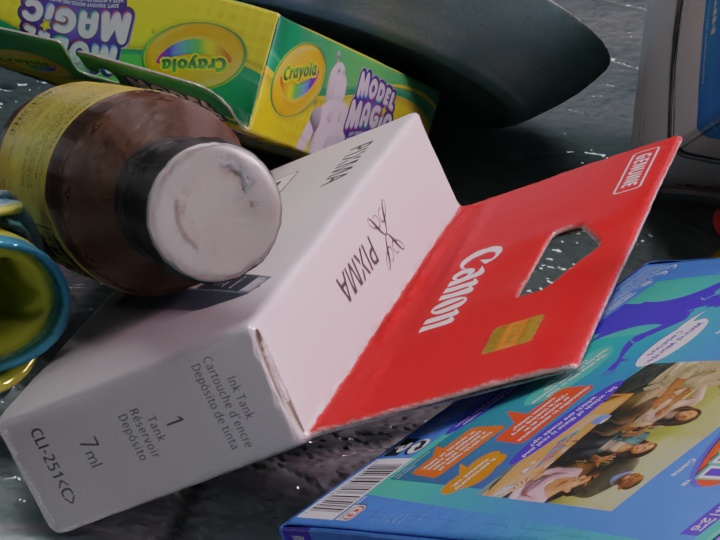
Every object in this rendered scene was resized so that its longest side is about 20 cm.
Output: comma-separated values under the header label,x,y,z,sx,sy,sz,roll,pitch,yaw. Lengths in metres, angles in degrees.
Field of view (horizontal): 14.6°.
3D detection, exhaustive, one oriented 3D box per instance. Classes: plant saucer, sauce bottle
label,x,y,z,sx,sy,sz,roll,pitch,yaw
plant saucer,0.002,-0.099,1.138,0.199,0.036,0.200,18,-8,2
sauce bottle,-0.071,-0.026,0.879,0.064,0.065,0.200,0,5,-15

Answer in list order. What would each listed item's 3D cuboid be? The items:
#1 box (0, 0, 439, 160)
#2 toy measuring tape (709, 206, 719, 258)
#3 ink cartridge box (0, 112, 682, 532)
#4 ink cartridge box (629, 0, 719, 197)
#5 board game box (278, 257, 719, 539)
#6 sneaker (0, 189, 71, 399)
label,x,y,z,sx,sy,sz,roll,pitch,yaw
box,-0.059,-0.075,1.049,0.117,0.049,0.200,16,2,21
toy measuring tape,0.156,-0.001,0.965,0.073,0.074,0.200,7,4,2
ink cartridge box,0.000,0.000,0.889,0.176,0.045,0.200,-20,15,22
ink cartridge box,0.190,-0.075,1.055,0.146,0.086,0.200,5,-4,-4
board game box,0.088,0.048,0.737,0.152,0.045,0.200,-34,13,-25
sneaker,-0.147,-0.009,0.906,0.130,0.080,0.200,-3,31,11
